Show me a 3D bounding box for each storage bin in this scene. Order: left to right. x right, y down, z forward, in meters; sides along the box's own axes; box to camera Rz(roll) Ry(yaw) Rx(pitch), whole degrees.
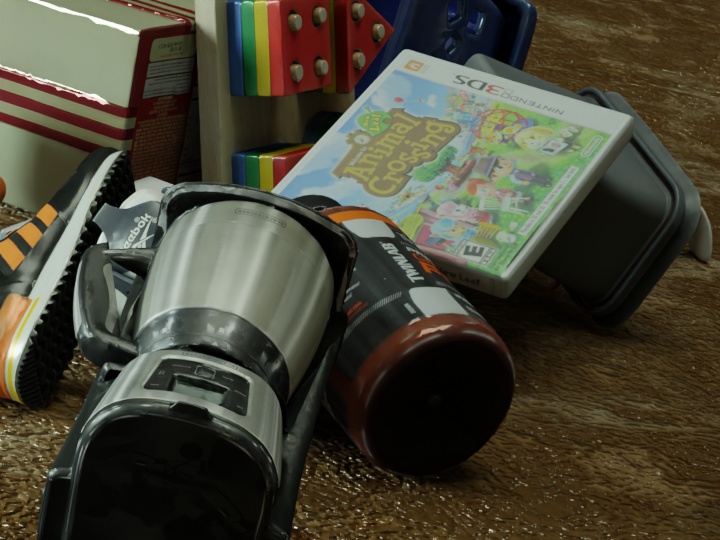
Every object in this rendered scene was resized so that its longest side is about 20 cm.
[{"bbox_3d":[0.129,-0.064,1.743,0.134,0.146,0.200,24,22,-30],"label":"storage bin"}]

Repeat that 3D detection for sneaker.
[{"bbox_3d":[-0.201,-0.007,1.420,0.090,0.070,0.200,8,47,14],"label":"sneaker"},{"bbox_3d":[-0.097,0.006,1.354,0.130,0.079,0.199,42,-12,-7],"label":"sneaker"}]

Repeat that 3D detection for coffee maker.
[{"bbox_3d":[-0.074,0.086,1.183,0.135,0.192,0.200,-3,35,14],"label":"coffee maker"}]

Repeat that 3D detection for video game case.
[{"bbox_3d":[0.062,-0.070,1.604,0.182,0.022,0.200,19,44,23],"label":"video game case"}]

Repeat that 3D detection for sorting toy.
[{"bbox_3d":[-0.039,-0.130,1.780,0.070,0.200,0.199,4,12,29],"label":"sorting toy"}]

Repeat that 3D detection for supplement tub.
[{"bbox_3d":[0.004,0.030,1.429,0.107,0.107,0.200,1,29,-30],"label":"supplement tub"}]

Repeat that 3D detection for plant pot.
[{"bbox_3d":[0.023,-0.176,2.010,0.180,0.200,0.200,5,17,-42],"label":"plant pot"}]

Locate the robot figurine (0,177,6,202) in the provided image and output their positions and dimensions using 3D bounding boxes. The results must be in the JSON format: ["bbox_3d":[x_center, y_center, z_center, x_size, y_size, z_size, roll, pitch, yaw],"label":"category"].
[{"bbox_3d":[-0.321,-0.072,1.578,0.144,0.117,0.200,55,26,4],"label":"robot figurine"}]

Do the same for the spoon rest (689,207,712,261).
[{"bbox_3d":[0.194,-0.053,1.941,0.200,0.061,0.099,8,17,-14],"label":"spoon rest"}]

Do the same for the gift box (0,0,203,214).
[{"bbox_3d":[-0.203,-0.148,1.770,0.187,0.200,0.185,18,13,24],"label":"gift box"}]

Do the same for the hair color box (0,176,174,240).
[{"bbox_3d":[-0.149,-0.006,1.570,0.099,0.061,0.200,18,19,19],"label":"hair color box"}]
